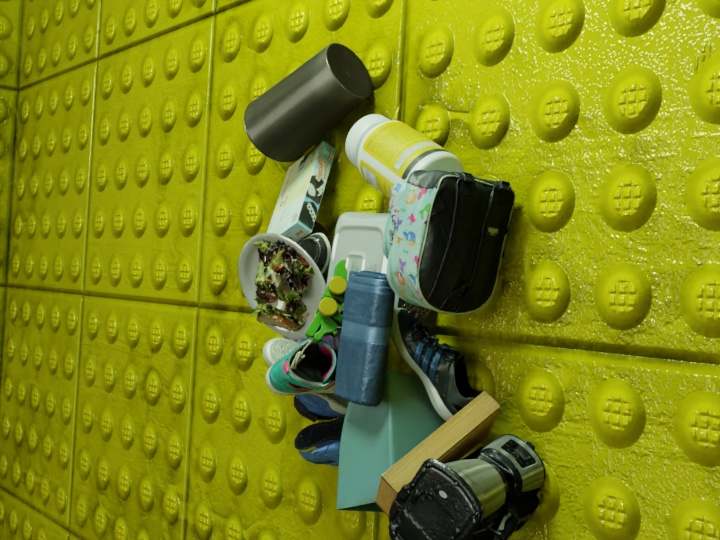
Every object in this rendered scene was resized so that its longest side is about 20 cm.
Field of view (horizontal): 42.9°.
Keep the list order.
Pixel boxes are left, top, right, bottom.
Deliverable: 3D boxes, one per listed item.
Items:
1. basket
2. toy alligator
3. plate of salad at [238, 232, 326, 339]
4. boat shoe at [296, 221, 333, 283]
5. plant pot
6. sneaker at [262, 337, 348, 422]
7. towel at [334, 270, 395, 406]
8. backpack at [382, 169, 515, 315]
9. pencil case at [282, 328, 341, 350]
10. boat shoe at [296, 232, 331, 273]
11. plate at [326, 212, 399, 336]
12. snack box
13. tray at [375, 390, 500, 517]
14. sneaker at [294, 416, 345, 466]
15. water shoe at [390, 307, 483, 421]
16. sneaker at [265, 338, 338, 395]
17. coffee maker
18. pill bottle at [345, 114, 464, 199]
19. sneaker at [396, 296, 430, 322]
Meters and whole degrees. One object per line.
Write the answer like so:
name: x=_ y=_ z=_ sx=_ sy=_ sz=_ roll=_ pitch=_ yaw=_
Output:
basket: x=-0.087 y=-0.305 z=1.647 sx=0.200 sy=0.180 sz=0.136 roll=-32 pitch=96 yaw=37
toy alligator: x=-0.047 y=0.077 z=1.444 sx=0.059 sy=0.054 sz=0.200 roll=118 pitch=176 yaw=-68
plate of salad: x=-0.140 y=0.032 z=1.570 sx=0.200 sy=0.048 sz=0.201 roll=18 pitch=123 yaw=31
boat shoe: x=-0.072 y=-0.003 z=1.661 sx=0.200 sy=0.072 sz=0.065 roll=63 pitch=148 yaw=26
plant pot: x=0.055 y=0.268 z=1.432 sx=0.141 sy=0.141 sz=0.201 roll=-27 pitch=58 yaw=46
sneaker: x=-0.104 y=0.198 z=1.601 sx=0.111 sy=0.200 sz=0.077 roll=-35 pitch=28 yaw=49
towel: x=0.010 y=0.102 z=1.392 sx=0.112 sy=0.048 sz=0.201 roll=11 pitch=94 yaw=62
backpack: x=0.123 y=-0.039 z=1.335 sx=0.150 sy=0.177 sz=0.201 roll=9 pitch=91 yaw=52
pencil case: x=-0.098 y=0.101 z=1.668 sx=0.200 sy=0.084 sz=0.086 roll=31 pitch=147 yaw=47
boat shoe: x=-0.127 y=-0.003 z=1.615 sx=0.200 sy=0.060 sz=0.074 roll=-33 pitch=72 yaw=44
plate: x=0.000 y=0.000 z=1.503 sx=0.200 sy=0.032 sz=0.200 roll=5 pitch=85 yaw=55
snack box: x=-0.111 y=-0.133 z=1.677 sx=0.116 sy=0.037 sz=0.200 roll=-30 pitch=36 yaw=45
tray: x=0.110 y=0.260 z=1.292 sx=0.037 sy=0.200 sz=0.099 roll=45 pitch=153 yaw=24
sneaker: x=-0.019 y=0.300 z=1.587 sx=0.200 sy=0.078 sz=0.066 roll=-17 pitch=37 yaw=34
water shoe: x=0.121 y=0.133 z=1.393 sx=0.079 sy=0.071 sz=0.200 roll=-35 pitch=84 yaw=31
sneaker: x=-0.046 y=0.153 z=1.493 sx=0.121 sy=0.199 sz=0.084 roll=136 pitch=124 yaw=-64
coffee maker: x=0.137 y=0.321 z=1.255 sx=0.192 sy=0.200 sz=0.135 roll=-37 pitch=70 yaw=34
pill bottle: x=0.066 y=-0.171 z=1.468 sx=0.200 sy=0.114 sz=0.115 roll=42 pitch=119 yaw=44
sneaker: x=0.077 y=-0.006 z=1.492 sx=0.076 sy=0.070 sz=0.201 roll=152 pitch=121 yaw=-65
